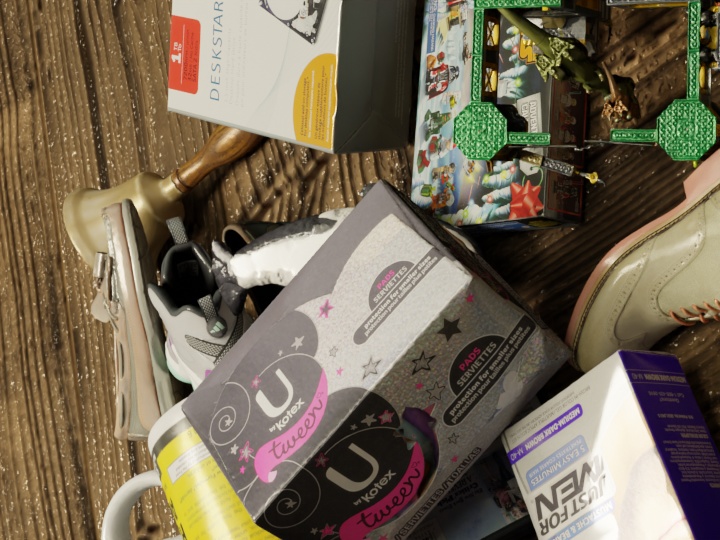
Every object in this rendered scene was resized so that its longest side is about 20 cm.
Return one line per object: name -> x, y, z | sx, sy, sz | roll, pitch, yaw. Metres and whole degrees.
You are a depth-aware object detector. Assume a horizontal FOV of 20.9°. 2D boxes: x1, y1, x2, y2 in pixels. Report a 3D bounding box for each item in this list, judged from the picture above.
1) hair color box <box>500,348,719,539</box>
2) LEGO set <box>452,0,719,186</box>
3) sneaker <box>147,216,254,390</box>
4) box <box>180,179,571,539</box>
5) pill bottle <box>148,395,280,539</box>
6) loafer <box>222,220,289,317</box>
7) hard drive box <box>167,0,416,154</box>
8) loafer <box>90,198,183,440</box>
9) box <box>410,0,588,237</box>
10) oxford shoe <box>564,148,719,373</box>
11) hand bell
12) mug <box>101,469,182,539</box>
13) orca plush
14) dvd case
hair color box -> 0.169, 0.160, 1.157 | 0.109, 0.065, 0.200 | -40, 59, 36
LEGO set -> 0.157, -0.129, 1.215 | 0.199, 0.116, 0.154 | -7, 89, 26
sneaker -> -0.122, 0.021, 1.485 | 0.140, 0.078, 0.200 | 69, 166, -19
box -> 0.007, 0.070, 1.219 | 0.200, 0.115, 0.132 | -49, 40, 7
pill bottle -> -0.064, 0.183, 1.346 | 0.111, 0.111, 0.200 | -44, 59, 36
loafer -> -0.052, 0.040, 1.471 | 0.072, 0.063, 0.200 | -53, 45, 29
hard drive box -> -0.053, -0.181, 1.465 | 0.200, 0.077, 0.156 | 17, 109, 46
loafer -> -0.190, 0.045, 1.580 | 0.072, 0.063, 0.201 | -91, -11, -78
box -> 0.096, -0.126, 1.343 | 0.137, 0.040, 0.201 | -7, 77, 49
oxford shoe -> 0.197, 0.006, 1.166 | 0.200, 0.071, 0.074 | -52, 50, 31
hand bell -> -0.142, -0.079, 1.613 | 0.200, 0.104, 0.104 | -37, 54, 25
mug -> -0.137, 0.247, 1.457 | 0.175, 0.147, 0.201 | -34, 67, 39
orca plush -> 0.000, 0.000, 1.364 | 0.199, 0.071, 0.106 | -17, 85, 22
dvd case -> 0.055, 0.102, 1.301 | 0.142, 0.018, 0.200 | -28, 53, 3
